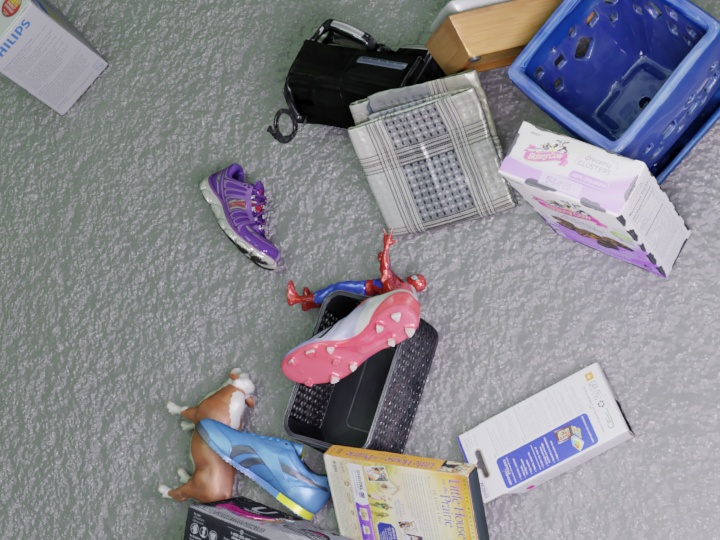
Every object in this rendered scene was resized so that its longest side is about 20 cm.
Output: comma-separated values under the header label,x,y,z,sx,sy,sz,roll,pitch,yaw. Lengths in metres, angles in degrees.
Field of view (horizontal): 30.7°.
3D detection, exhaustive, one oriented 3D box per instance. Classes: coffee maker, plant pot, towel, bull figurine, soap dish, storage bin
label,x,y,z,sx,sy,sz,roll,pitch,yaw
coffee maker,0.007,-0.239,1.819,0.199,0.134,0.194,17,83,33
plant pot,0.330,-0.227,1.593,0.200,0.180,0.200,-49,54,3
towel,0.091,-0.150,1.715,0.191,0.035,0.202,-12,108,25
bull figurine,-0.207,0.227,1.787,0.120,0.065,0.202,-8,64,31
soap dish,0.195,-0.313,1.691,0.198,0.157,0.082,-14,88,-9
storage bin,0.002,0.141,1.684,0.134,0.094,0.202,11,75,33

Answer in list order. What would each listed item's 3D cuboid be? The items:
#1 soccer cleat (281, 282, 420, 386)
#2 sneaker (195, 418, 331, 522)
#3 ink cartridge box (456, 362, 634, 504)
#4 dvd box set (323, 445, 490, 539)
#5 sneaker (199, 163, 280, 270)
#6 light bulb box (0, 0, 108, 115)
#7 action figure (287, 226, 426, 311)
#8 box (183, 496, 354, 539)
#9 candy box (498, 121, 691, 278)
label,x,y,z,sx,sy,sz,roll,pitch,yaw
soccer cleat,-0.010,0.081,1.631,0.199,0.067,0.077,-28,27,24
sneaker,-0.121,0.240,1.704,0.199,0.066,0.079,34,88,12
ink cartridge box,0.219,0.199,1.568,0.199,0.037,0.095,-29,59,14
dvd box set,0.057,0.288,1.573,0.198,0.148,0.029,3,27,31
sneaker,-0.164,-0.084,1.885,0.083,0.081,0.201,-37,55,5
light bulb box,-0.558,-0.393,2.165,0.125,0.200,0.198,-48,54,4
action figure,0.000,0.000,1.758,0.198,0.065,0.100,-2,78,29
box,-0.115,0.373,1.625,0.199,0.114,0.134,13,95,32
candy box,0.279,-0.083,1.550,0.167,0.200,0.072,25,84,35
